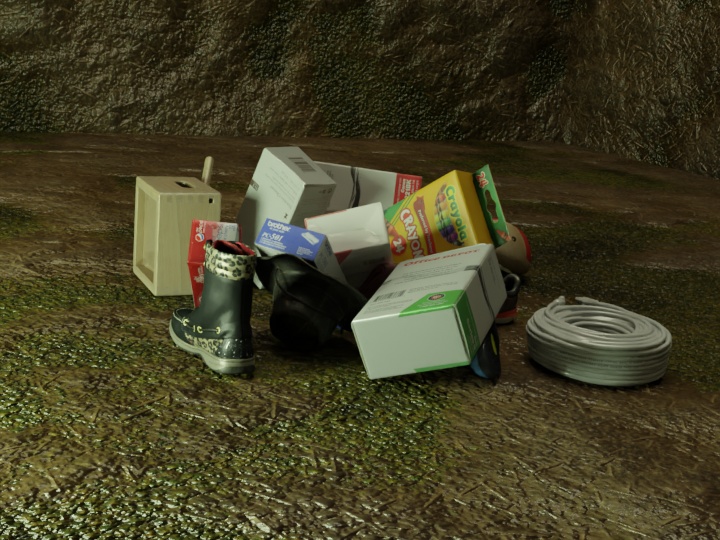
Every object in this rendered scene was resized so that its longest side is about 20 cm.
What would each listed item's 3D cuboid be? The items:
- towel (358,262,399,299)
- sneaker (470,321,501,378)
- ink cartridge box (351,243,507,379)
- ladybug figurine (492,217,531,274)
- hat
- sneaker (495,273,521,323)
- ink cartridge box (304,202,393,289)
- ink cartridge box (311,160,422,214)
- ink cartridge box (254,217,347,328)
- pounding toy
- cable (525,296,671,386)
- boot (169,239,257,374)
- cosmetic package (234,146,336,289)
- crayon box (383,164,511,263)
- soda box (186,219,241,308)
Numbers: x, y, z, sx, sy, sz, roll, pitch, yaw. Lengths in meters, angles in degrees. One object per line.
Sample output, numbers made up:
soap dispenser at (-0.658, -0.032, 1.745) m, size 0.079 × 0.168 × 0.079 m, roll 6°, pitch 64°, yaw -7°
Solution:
towel at (0.083, 0.021, 1.747) m, size 0.197 × 0.023 × 0.144 m, roll -3°, pitch -25°, yaw -32°
sneaker at (0.144, 0.100, 1.550) m, size 0.077 × 0.067 × 0.200 m, roll -13°, pitch 14°, yaw 8°
ink cartridge box at (0.094, 0.050, 1.495) m, size 0.144 × 0.085 × 0.200 m, roll -11°, pitch 18°, yaw 26°
ladybug figurine at (0.249, -0.047, 2.082) m, size 0.134 × 0.073 × 0.200 m, roll 27°, pitch 0°, yaw 4°
hat at (-0.076, 0.059, 1.550) m, size 0.198 × 0.082 × 0.201 m, roll 23°, pitch -21°, yaw 9°
sneaker at (0.162, 0.034, 1.740) m, size 0.198 × 0.083 × 0.077 m, roll -7°, pitch 33°, yaw -40°
ink cartridge box at (-0.011, -0.020, 1.713) m, size 0.114 × 0.069 × 0.201 m, roll -12°, pitch -22°, yaw 0°
ink cartridge box at (-0.005, -0.128, 1.981) m, size 0.196 × 0.086 × 0.144 m, roll 7°, pitch -1°, yaw -7°
ink cartridge box at (-0.072, 0.007, 1.604) m, size 0.093 × 0.045 × 0.201 m, roll 17°, pitch -24°, yaw 21°
pounding toy at (-0.280, -0.076, 1.853) m, size 0.140 × 0.188 × 0.200 m, roll -1°, pitch 14°, yaw -24°
cable at (0.321, 0.099, 1.586) m, size 0.198 × 0.071 × 0.198 m, roll 15°, pitch 17°, yaw 36°
boot at (-0.185, 0.033, 1.484) m, size 0.072 × 0.157 × 0.203 m, roll -3°, pitch 16°, yaw -29°
cosmetic package at (-0.130, -0.084, 1.860) m, size 0.080 × 0.202 × 0.113 m, roll -7°, pitch 40°, yaw -47°
crayon box at (0.123, -0.065, 1.766) m, size 0.198 × 0.129 × 0.050 m, roll -29°, pitch -20°, yaw 34°
soda box at (-0.197, 0.001, 1.602) m, size 0.069 × 0.065 × 0.201 m, roll 5°, pitch -23°, yaw -3°
